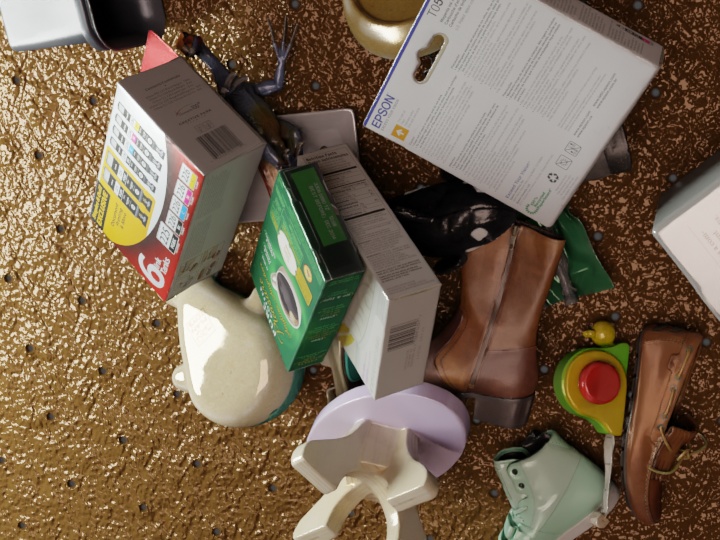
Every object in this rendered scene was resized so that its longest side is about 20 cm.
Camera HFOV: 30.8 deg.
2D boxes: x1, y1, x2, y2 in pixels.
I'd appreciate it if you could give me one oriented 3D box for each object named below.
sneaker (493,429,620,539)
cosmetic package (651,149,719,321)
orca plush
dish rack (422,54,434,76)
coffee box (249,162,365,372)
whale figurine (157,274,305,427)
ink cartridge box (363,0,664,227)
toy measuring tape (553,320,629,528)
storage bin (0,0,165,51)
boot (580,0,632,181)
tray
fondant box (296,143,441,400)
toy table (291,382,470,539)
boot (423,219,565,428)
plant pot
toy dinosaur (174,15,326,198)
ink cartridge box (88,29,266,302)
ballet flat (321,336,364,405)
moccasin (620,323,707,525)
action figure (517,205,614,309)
[{"bbox_3d":[0.156,0.249,1.353,0.200,0.074,0.118,-43,97,11],"label":"sneaker"},{"bbox_3d":[0.388,-0.047,1.161,0.199,0.166,0.168,-38,92,20],"label":"cosmetic package"},{"bbox_3d":[0.050,-0.062,1.248,0.199,0.071,0.106,19,89,41],"label":"orca plush"},{"bbox_3d":[0.105,-0.254,1.207,0.152,0.054,0.202,-18,78,30],"label":"dish rack"},{"bbox_3d":[-0.055,0.001,1.246,0.201,0.044,0.124,113,137,-58],"label":"coffee box"},{"bbox_3d":[-0.136,0.071,1.389,0.159,0.103,0.201,-45,65,18],"label":"whale figurine"},{"bbox_3d":[0.128,-0.158,1.136,0.199,0.043,0.197,29,132,-2],"label":"ink cartridge box"},{"bbox_3d":[0.222,0.149,1.294,0.073,0.074,0.203,6,85,14],"label":"toy measuring tape"},{"bbox_3d":[-0.303,-0.309,1.307,0.133,0.145,0.202,-8,102,27],"label":"storage bin"},{"bbox_3d":[0.168,-0.169,1.221,0.130,0.070,0.202,-15,83,15],"label":"boot"},{"bbox_3d":[-0.092,-0.107,1.356,0.197,0.022,0.109,-3,104,16],"label":"tray"},{"bbox_3d":[0.000,0.000,1.247,0.058,0.201,0.145,-15,141,-20],"label":"fondant box"},{"bbox_3d":[0.014,0.201,1.286,0.183,0.118,0.200,36,133,-12],"label":"toy table"},{"bbox_3d":[0.093,0.038,1.277,0.186,0.068,0.202,16,110,25],"label":"boot"},{"bbox_3d":[0.057,-0.290,1.197,0.198,0.027,0.202,-18,59,33],"label":"plant pot"},{"bbox_3d":[-0.122,-0.152,1.299,0.181,0.105,0.202,36,119,26],"label":"toy dinosaur"},{"bbox_3d":[-0.199,-0.103,1.293,0.176,0.084,0.201,46,141,17],"label":"ink cartridge box"},{"bbox_3d":[-0.012,0.113,1.374,0.069,0.069,0.203,-4,104,16],"label":"ballet flat"},{"bbox_3d":[0.303,0.155,1.294,0.077,0.074,0.204,10,98,22],"label":"moccasin"},{"bbox_3d":[0.161,-0.060,1.284,0.117,0.055,0.202,-18,95,22],"label":"action figure"}]
